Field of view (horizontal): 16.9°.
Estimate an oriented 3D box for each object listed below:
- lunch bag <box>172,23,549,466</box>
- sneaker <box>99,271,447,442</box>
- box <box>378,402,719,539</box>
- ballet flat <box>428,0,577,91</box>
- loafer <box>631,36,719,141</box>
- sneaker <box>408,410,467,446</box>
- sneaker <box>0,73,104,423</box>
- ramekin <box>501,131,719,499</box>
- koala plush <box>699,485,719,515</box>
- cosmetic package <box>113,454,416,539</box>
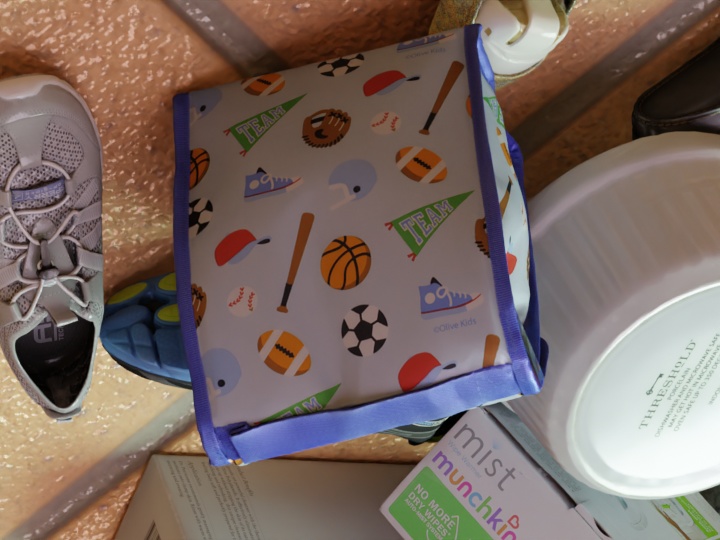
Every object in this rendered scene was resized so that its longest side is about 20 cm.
[{"bbox_3d":[0.000,0.000,1.188,0.169,0.201,0.124,-15,136,11],"label":"lunch bag"},{"bbox_3d":[-0.045,0.056,1.295,0.199,0.071,0.083,12,142,0],"label":"sneaker"},{"bbox_3d":[0.138,0.167,1.390,0.097,0.200,0.176,-48,163,21],"label":"box"},{"bbox_3d":[0.092,-0.152,1.213,0.070,0.071,0.200,9,126,-31],"label":"ballet flat"},{"bbox_3d":[0.229,-0.127,1.305,0.199,0.073,0.073,-29,128,-11],"label":"loafer"},{"bbox_3d":[0.018,0.043,1.354,0.083,0.072,0.200,-32,136,7],"label":"sneaker"},{"bbox_3d":[-0.153,-0.010,1.215,0.074,0.082,0.201,-16,135,-11],"label":"sneaker"},{"bbox_3d":[0.165,0.033,1.289,0.201,0.094,0.203,-13,134,-14],"label":"ramekin"},{"bbox_3d":[0.277,0.208,1.570,0.199,0.178,0.184,19,132,-37],"label":"koala plush"},{"bbox_3d":[-0.032,0.175,1.427,0.199,0.108,0.085,7,127,-28],"label":"cosmetic package"}]
